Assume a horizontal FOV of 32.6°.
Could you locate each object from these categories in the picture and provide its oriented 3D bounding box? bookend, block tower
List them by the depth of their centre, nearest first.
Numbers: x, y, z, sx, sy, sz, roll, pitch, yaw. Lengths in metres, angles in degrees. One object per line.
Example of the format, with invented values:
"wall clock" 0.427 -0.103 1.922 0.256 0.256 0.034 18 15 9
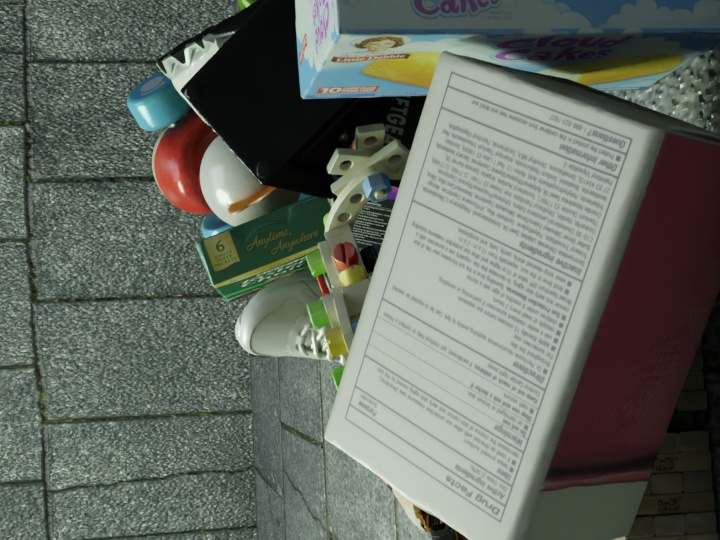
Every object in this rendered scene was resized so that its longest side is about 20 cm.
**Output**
"block tower" 0.147 0.074 0.648 0.058 0.053 0.203 157 111 -77
"bookend" -0.007 -0.158 0.921 0.092 0.199 0.200 47 -172 8

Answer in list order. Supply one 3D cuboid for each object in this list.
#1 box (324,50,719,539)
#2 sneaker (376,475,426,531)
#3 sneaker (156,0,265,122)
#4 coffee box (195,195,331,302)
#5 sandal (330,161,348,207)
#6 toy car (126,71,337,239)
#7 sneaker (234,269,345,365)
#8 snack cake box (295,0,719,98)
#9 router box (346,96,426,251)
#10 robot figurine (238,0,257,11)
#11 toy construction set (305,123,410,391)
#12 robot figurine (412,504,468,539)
"box" 0.085 0.015 0.585 0.127 0.108 0.203 28 107 39
"sneaker" 0.053 0.193 1.100 0.200 0.073 0.081 148 117 -78
"sneaker" -0.091 -0.168 1.016 0.199 0.074 0.089 -7 117 59
"coffee box" -0.080 -0.016 1.120 0.200 0.121 0.045 116 133 -83
"sandal" 0.010 -0.123 1.255 0.087 0.078 0.203 -147 54 -72
"toy car" -0.093 -0.104 1.144 0.200 0.176 0.186 38 158 58
"sneaker" -0.013 0.054 1.123 0.100 0.197 0.079 -122 33 -49
"snack cake box" 0.072 -0.134 0.618 0.115 0.197 0.068 155 112 -78
"router box" 0.019 -0.072 1.116 0.201 0.050 0.151 -77 -1 -52
"robot figurine" -0.017 -0.235 1.107 0.116 0.199 0.176 50 149 21
"toy construction set" 0.000 0.000 0.880 0.132 0.091 0.202 69 -164 -55
"robot figurine" 0.074 0.158 0.860 0.200 0.057 0.147 63 -164 -60
